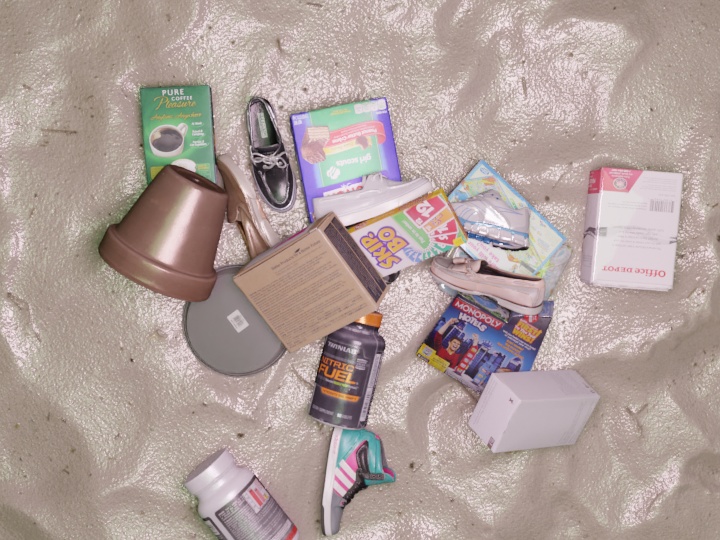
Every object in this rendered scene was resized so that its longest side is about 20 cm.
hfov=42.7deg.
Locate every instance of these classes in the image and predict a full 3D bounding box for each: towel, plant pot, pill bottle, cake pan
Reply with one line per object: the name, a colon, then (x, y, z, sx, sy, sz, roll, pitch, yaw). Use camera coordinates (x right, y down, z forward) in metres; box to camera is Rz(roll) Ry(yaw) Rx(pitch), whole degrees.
towel: (0.246, -0.006, 1.601, 0.199, 0.048, 0.172, 28, 93, -3)
plant pot: (-0.299, -0.070, 1.494, 0.199, 0.200, 0.175, 28, 99, -3)
pill bottle: (-0.206, 0.412, 1.577, 0.116, 0.116, 0.200, -37, 94, 1)
cake pan: (-0.213, 0.089, 1.597, 0.199, 0.037, 0.202, 0, 93, -2)
pill bottle: (-0.018, 0.162, 1.574, 0.106, 0.106, 0.201, 13, 92, -3)

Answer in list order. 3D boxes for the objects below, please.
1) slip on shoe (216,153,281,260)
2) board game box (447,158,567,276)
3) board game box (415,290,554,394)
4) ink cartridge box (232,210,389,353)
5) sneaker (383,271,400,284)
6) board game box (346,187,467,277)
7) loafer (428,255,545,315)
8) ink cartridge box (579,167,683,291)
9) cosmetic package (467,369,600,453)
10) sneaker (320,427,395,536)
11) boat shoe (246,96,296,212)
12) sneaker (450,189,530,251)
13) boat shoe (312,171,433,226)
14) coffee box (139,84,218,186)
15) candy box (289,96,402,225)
slip on shoe: (-0.202, -0.101, 1.569, 0.060, 0.076, 0.201, -30, 101, -11)
board game box: (0.231, -0.071, 1.560, 0.200, 0.034, 0.135, 43, 89, -3)
board game box: (0.229, 0.111, 1.560, 0.199, 0.062, 0.200, 31, 119, -2)
ink cartridge box: (-0.081, 0.022, 1.498, 0.199, 0.075, 0.165, -28, 105, 32)
sneaker: (0.000, 0.000, 1.584, 0.199, 0.075, 0.115, -27, 132, 23)
board game box: (0.063, -0.051, 1.480, 0.199, 0.030, 0.096, -22, 114, 22)
loafer: (0.210, 0.008, 1.507, 0.199, 0.072, 0.063, 22, 122, 20)
ink cartridge box: (0.465, -0.070, 1.586, 0.145, 0.085, 0.201, 5, 91, -2)
cosmetic package: (0.291, 0.233, 1.539, 0.199, 0.081, 0.113, 5, 119, -36)
sneaker: (0.000, 0.369, 1.601, 0.120, 0.084, 0.201, 8, 92, 7)
boat shoe: (-0.153, -0.197, 1.567, 0.073, 0.068, 0.201, -8, 94, -1)
sneaker: (0.187, -0.096, 1.513, 0.199, 0.075, 0.087, 16, 78, -6)
boat shoe: (0.017, -0.124, 1.506, 0.199, 0.072, 0.069, -19, 96, 7)
coffee box: (-0.307, -0.214, 1.573, 0.122, 0.044, 0.201, -5, 94, -1)
candy box: (-0.022, -0.178, 1.568, 0.168, 0.077, 0.201, -11, 95, -3)
